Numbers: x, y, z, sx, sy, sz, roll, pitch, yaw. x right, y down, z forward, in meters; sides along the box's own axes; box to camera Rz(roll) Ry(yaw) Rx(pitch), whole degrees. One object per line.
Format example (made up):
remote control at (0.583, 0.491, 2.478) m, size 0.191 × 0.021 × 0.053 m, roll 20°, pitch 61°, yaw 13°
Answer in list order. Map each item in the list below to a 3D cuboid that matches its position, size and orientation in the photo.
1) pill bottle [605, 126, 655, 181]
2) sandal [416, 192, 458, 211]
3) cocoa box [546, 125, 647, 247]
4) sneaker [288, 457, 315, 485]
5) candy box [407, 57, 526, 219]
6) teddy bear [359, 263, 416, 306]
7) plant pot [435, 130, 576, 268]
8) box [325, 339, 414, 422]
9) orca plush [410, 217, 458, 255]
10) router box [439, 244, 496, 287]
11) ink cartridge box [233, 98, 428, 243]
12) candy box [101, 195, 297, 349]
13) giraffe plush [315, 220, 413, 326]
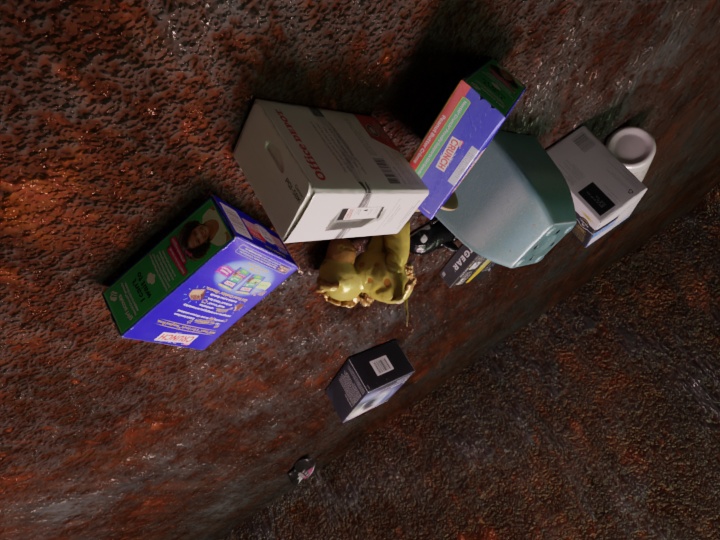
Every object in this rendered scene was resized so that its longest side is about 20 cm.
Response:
pill bottle at (0.677, -0.270, 1.350) m, size 0.114 × 0.115 × 0.200 m, roll -36°, pitch 157°, yaw 4°
sandal at (0.082, -0.135, 0.885) m, size 0.069 × 0.079 × 0.210 m, roll -26°, pitch 159°, yaw 34°
cocoa box at (0.493, -0.182, 1.159) m, size 0.132 × 0.201 × 0.132 m, roll -33°, pitch 157°, yaw -4°
sneaker at (-0.240, 0.845, 2.258) m, size 0.086 × 0.081 × 0.200 m, roll -27°, pitch 166°, yaw -46°
candy box at (0.142, -0.190, 0.736) m, size 0.170 × 0.076 × 0.200 m, roll -54°, pitch 179°, yaw 36°
teddy bear at (0.056, 0.030, 1.135) m, size 0.143 × 0.067 × 0.201 m, roll -32°, pitch 156°, yaw -3°
plant pot at (0.292, -0.121, 1.006) m, size 0.194 × 0.201 × 0.197 m, roll -9°, pitch 145°, yaw -45°
box at (0.028, 0.337, 1.599) m, size 0.197 × 0.124 × 0.199 m, roll -14°, pitch 150°, yaw -38°
orca plush at (0.185, -0.060, 1.135) m, size 0.198 × 0.072 × 0.106 m, roll -8°, pitch 144°, yaw -47°
router box at (0.315, -0.048, 1.353) m, size 0.155 × 0.053 × 0.201 m, roll -10°, pitch 146°, yaw -43°
ink cartridge box at (-0.034, -0.119, 0.641) m, size 0.198 × 0.148 × 0.083 m, roll -8°, pitch 147°, yaw -45°
candy box at (-0.211, 0.014, 0.718) m, size 0.199 × 0.078 × 0.169 m, roll -40°, pitch 157°, yaw 7°
giraffe plush at (0.000, 0.000, 0.925) m, size 0.158 × 0.204 × 0.173 m, roll 0°, pitch 153°, yaw -5°
